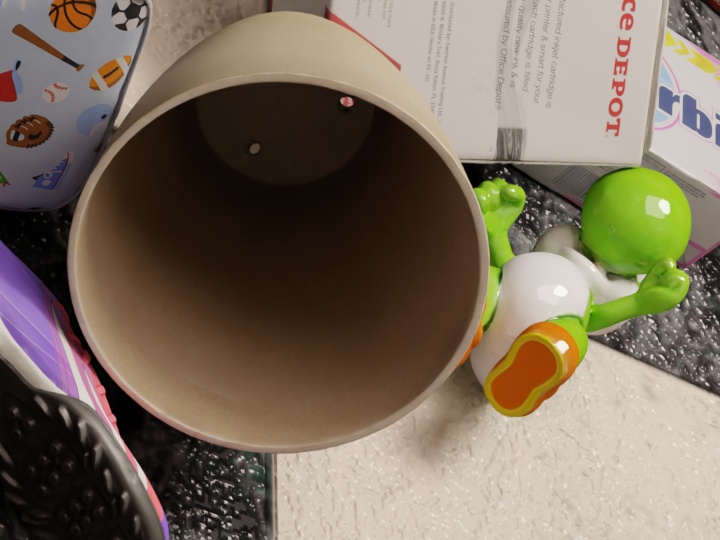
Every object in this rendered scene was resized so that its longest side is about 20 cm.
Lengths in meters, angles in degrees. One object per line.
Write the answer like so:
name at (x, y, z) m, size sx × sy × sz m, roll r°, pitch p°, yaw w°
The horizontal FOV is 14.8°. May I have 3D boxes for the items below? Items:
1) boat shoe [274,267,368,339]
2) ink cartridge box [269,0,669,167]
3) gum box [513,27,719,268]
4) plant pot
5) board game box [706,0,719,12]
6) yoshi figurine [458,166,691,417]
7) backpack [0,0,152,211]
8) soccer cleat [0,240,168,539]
boat shoe at (0.000, 0.000, 1.443) m, size 0.200 × 0.072 × 0.068 m, roll -70°, pitch 151°, yaw -55°
ink cartridge box at (0.057, -0.135, 1.483) m, size 0.199 × 0.083 × 0.147 m, roll 1°, pitch 101°, yaw -25°
gum box at (0.139, -0.102, 1.640) m, size 0.200 × 0.066 × 0.114 m, roll 30°, pitch 44°, yaw -23°
plant pot at (-0.038, -0.045, 1.315) m, size 0.187 × 0.187 × 0.200 m, roll 36°, pitch 21°, yaw -17°
board game box at (0.241, -0.279, 1.884) m, size 0.200 × 0.062 × 0.200 m, roll 39°, pitch 39°, yaw -13°
yoshi figurine at (0.114, -0.003, 1.479) m, size 0.200 × 0.112 × 0.113 m, roll -33°, pitch 109°, yaw -56°
backpack at (-0.190, -0.122, 1.252) m, size 0.190 × 0.200 × 0.154 m, roll 9°, pitch 35°, yaw -21°
soccer cleat at (-0.143, 0.050, 1.251) m, size 0.200 × 0.068 × 0.073 m, roll 51°, pitch 35°, yaw 5°
